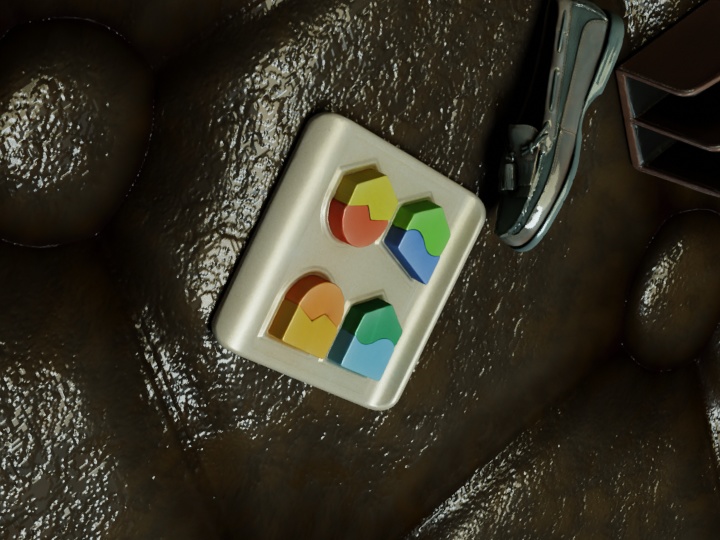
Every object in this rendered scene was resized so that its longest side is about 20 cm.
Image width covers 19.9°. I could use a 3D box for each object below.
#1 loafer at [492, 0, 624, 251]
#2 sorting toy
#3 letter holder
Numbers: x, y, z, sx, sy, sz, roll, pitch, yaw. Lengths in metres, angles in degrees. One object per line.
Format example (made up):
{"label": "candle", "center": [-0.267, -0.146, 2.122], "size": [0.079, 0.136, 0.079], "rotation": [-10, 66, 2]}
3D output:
{"label": "loafer", "center": [0.137, -0.117, 1.582], "size": [0.063, 0.072, 0.201], "rotation": [24, 84, -27]}
{"label": "sorting toy", "center": [0.000, 0.000, 1.514], "size": [0.200, 0.036, 0.186], "rotation": [26, 90, -46]}
{"label": "letter holder", "center": [0.332, -0.155, 1.683], "size": [0.200, 0.142, 0.101], "rotation": [-36, 130, -26]}
